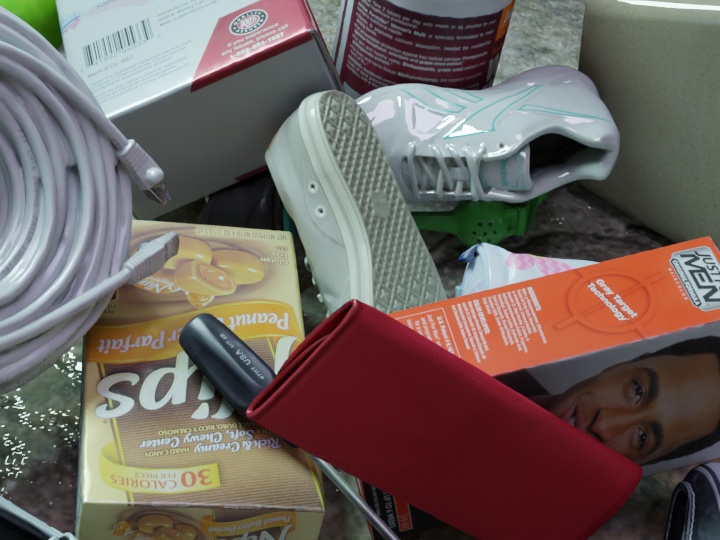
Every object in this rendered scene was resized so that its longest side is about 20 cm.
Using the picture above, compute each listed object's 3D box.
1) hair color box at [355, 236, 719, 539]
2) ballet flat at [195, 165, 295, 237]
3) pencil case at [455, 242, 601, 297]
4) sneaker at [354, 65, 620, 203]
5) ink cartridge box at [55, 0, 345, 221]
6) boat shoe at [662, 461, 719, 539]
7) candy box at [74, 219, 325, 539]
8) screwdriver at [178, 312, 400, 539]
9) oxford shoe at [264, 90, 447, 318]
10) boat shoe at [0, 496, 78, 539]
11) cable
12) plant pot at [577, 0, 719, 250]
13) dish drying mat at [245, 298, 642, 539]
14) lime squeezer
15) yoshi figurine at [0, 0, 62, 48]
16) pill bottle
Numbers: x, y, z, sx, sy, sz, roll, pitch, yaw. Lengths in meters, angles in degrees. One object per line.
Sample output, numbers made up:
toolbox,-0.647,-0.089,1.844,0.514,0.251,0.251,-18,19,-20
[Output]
hair color box,0.090,0.060,0.711,0.198,0.102,0.061,-14,41,-3
ballet flat,-0.066,-0.085,0.907,0.068,0.068,0.201,1,40,7
pencil case,0.149,0.038,0.808,0.198,0.091,0.084,7,83,-5
sneaker,0.063,-0.074,0.869,0.198,0.071,0.080,-13,35,-7
ink cartridge box,-0.102,-0.147,0.877,0.145,0.083,0.201,-23,46,3
boat shoe,0.145,0.168,0.673,0.067,0.072,0.201,15,48,1
candy box,-0.086,0.059,0.740,0.114,0.056,0.201,4,41,-12
screwdriver,-0.015,0.091,0.673,0.200,0.028,0.029,43,16,17
oxford shoe,0.000,0.000,0.796,0.075,0.058,0.202,-8,75,-53
boat shoe,-0.141,0.146,0.614,0.200,0.072,0.070,27,42,16
cable,-0.204,-0.036,0.672,0.200,0.069,0.201,-46,110,-36
plant pot,0.243,-0.132,0.953,0.176,0.201,0.200,15,39,17
dish drying mat,0.045,0.080,0.665,0.199,0.077,0.018,32,24,-32
lime squeezer,0.085,-0.041,0.926,0.199,0.038,0.070,-19,19,-31
yoshi figurine,-0.267,-0.157,0.909,0.199,0.113,0.112,-25,66,-39
pill bottle,0.041,-0.164,0.916,0.108,0.201,0.110,8,41,-7
